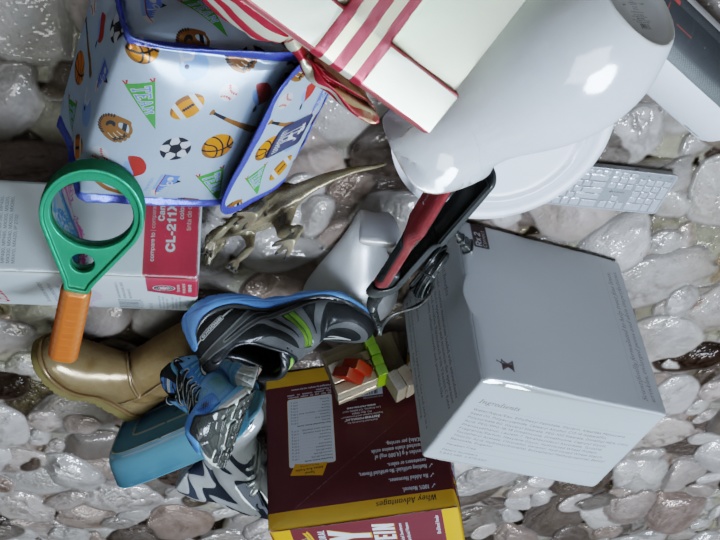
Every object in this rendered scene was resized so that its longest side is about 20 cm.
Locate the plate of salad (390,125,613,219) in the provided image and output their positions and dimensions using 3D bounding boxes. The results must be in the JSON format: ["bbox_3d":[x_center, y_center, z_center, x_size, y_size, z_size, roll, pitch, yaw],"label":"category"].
[{"bbox_3d":[0.122,-0.129,0.945,0.199,0.048,0.201,-6,133,-7],"label":"plate of salad"}]

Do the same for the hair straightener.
[{"bbox_3d":[0.068,-0.015,0.975,0.077,0.041,0.200,14,122,-25],"label":"hair straightener"}]

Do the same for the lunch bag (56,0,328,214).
[{"bbox_3d":[-0.120,-0.137,0.867,0.199,0.124,0.170,2,139,-32],"label":"lunch bag"}]

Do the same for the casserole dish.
[{"bbox_3d":[-0.198,0.166,1.188,0.199,0.121,0.039,-23,117,19],"label":"casserole dish"}]

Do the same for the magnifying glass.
[{"bbox_3d":[-0.223,-0.003,0.869,0.079,0.022,0.201,11,125,-15],"label":"magnifying glass"}]

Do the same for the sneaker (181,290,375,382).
[{"bbox_3d":[-0.074,0.065,1.032,0.199,0.083,0.071,-2,155,-35],"label":"sneaker"}]

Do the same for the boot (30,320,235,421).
[{"bbox_3d":[-0.211,0.077,1.129,0.199,0.066,0.175,-26,146,22],"label":"boot"}]

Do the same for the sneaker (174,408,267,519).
[{"bbox_3d":[-0.123,0.225,1.262,0.129,0.080,0.199,26,130,-14],"label":"sneaker"}]

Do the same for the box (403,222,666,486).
[{"bbox_3d":[0.162,0.082,1.069,0.199,0.200,0.131,13,135,-19],"label":"box"}]

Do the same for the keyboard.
[{"bbox_3d":[0.200,-0.082,1.036,0.199,0.011,0.056,5,136,-11],"label":"keyboard"}]

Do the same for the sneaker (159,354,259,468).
[{"bbox_3d":[-0.151,0.124,1.022,0.090,0.200,0.079,21,94,-6],"label":"sneaker"}]

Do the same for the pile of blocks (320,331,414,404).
[{"bbox_3d":[0.056,0.097,1.144,0.199,0.083,0.062,3,158,0],"label":"pile of blocks"}]

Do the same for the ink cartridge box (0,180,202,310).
[{"bbox_3d":[-0.242,-0.020,0.961,0.199,0.083,0.146,3,168,-9],"label":"ink cartridge box"}]

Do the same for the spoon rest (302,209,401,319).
[{"bbox_3d":[0.000,0.000,1.080,0.099,0.061,0.200,6,149,-11],"label":"spoon rest"}]

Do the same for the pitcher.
[{"bbox_3d":[0.138,-0.143,0.803,0.171,0.122,0.200,-18,167,-47],"label":"pitcher"}]

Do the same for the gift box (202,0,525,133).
[{"bbox_3d":[0.005,-0.216,0.740,0.184,0.200,0.187,33,103,-26],"label":"gift box"}]

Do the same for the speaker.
[{"bbox_3d":[0.242,-0.187,0.878,0.200,0.081,0.081,31,126,-32],"label":"speaker"}]

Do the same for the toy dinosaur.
[{"bbox_3d":[-0.078,-0.055,0.971,0.199,0.101,0.058,-26,114,19],"label":"toy dinosaur"}]

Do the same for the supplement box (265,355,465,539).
[{"bbox_3d":[0.005,0.220,1.199,0.196,0.201,0.133,-9,138,4],"label":"supplement box"}]
